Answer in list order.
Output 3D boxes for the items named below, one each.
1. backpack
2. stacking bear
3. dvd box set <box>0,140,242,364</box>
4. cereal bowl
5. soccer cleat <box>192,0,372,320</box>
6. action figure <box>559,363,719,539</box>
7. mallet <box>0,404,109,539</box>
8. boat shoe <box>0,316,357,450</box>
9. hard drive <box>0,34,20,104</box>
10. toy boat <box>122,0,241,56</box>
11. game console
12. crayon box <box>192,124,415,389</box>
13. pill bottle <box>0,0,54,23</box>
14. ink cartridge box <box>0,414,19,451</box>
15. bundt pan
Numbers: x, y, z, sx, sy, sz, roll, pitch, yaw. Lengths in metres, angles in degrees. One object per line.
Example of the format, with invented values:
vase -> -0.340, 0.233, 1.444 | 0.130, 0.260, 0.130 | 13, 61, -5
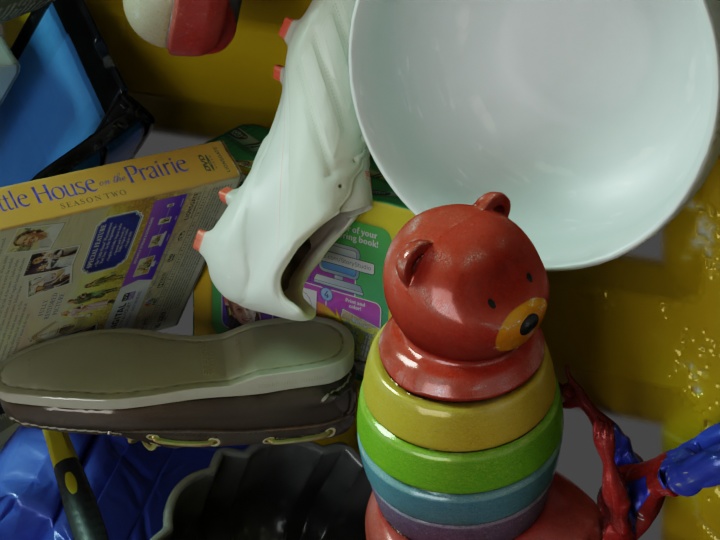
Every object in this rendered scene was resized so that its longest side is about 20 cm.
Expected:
backpack -> -0.162, 0.174, 1.291 | 0.167, 0.163, 0.200 | 33, 137, -2
stacking bear -> 0.052, 0.057, 1.049 | 0.114, 0.121, 0.201 | 37, 142, 40
dvd box set -> -0.172, 0.002, 1.140 | 0.029, 0.199, 0.147 | 59, 145, 25
cereal bowl -> 0.098, -0.106, 1.049 | 0.199, 0.083, 0.201 | 10, 112, 26
soccer cleat -> -0.017, -0.070, 1.109 | 0.077, 0.069, 0.201 | 27, 97, 23
action figure -> 0.162, 0.081, 1.102 | 0.200, 0.065, 0.099 | -35, 99, 37
mallet -> -0.157, 0.100, 1.180 | 0.200, 0.066, 0.041 | 52, 166, 44
boat shoe -> -0.101, 0.069, 1.156 | 0.198, 0.072, 0.060 | -5, 123, -1
hard drive -> -0.289, -0.154, 1.294 | 0.200, 0.026, 0.132 | 55, 130, 21
toy boat -> -0.046, -0.205, 1.102 | 0.130, 0.131, 0.201 | 12, 121, -5
game console -> -0.219, -0.048, 1.241 | 0.118, 0.171, 0.200 | 40, 127, 4
crayon box -> 0.000, 0.000, 1.180 | 0.199, 0.058, 0.120 | 16, 118, 28
pill bottle -> -0.221, -0.188, 1.156 | 0.113, 0.200, 0.115 | 14, 117, 28
ink cartridge box -> -0.279, 0.196, 1.358 | 0.083, 0.200, 0.177 | -9, 105, 36
bundt pan -> -0.032, 0.194, 1.154 | 0.202, 0.202, 0.076 | 44, 138, 10
